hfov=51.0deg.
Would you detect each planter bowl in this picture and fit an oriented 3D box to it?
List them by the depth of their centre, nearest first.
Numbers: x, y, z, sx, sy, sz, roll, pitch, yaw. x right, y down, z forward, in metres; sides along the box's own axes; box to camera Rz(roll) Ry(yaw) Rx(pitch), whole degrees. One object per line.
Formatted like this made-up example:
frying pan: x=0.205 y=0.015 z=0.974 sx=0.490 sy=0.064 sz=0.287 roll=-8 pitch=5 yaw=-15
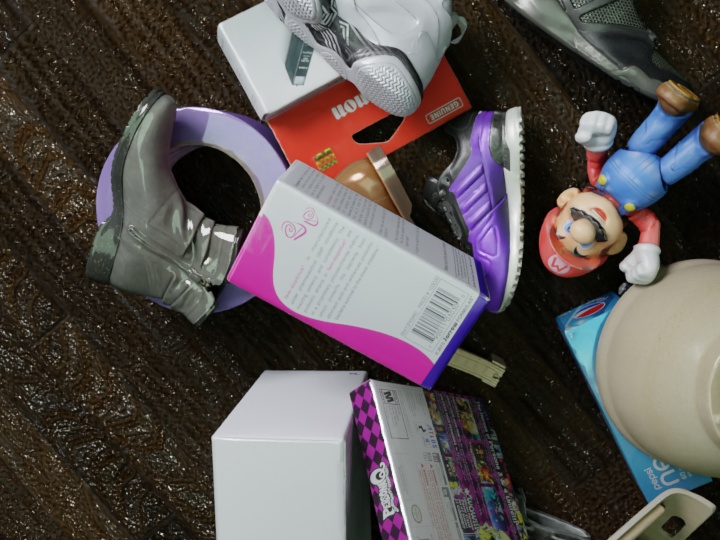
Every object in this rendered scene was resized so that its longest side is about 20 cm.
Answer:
planter bowl: x=0.326 y=0.092 z=0.657 sx=0.200 sy=0.135 sz=0.201 roll=0 pitch=93 yaw=-3

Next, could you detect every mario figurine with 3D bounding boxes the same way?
mario figurine: x=0.236 y=-0.067 z=0.683 sx=0.106 sy=0.124 sz=0.200 roll=15 pitch=127 yaw=-33

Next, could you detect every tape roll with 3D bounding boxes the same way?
tape roll: x=-0.155 y=-0.062 z=0.766 sx=0.199 sy=0.085 sz=0.201 roll=1 pitch=99 yaw=5

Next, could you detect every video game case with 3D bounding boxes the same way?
video game case: x=0.082 y=0.207 z=0.697 sx=0.036 sy=0.181 sz=0.200 roll=-35 pitch=56 yaw=33

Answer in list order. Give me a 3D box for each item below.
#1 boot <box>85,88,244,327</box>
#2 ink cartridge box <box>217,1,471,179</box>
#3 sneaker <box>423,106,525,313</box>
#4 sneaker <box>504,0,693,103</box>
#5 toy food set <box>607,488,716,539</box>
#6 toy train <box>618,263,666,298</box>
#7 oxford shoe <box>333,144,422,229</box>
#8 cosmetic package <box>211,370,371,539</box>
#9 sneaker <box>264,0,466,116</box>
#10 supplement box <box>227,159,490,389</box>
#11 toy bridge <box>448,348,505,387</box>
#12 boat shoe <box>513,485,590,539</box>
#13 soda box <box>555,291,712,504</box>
boot: x=-0.164 y=-0.055 z=0.700 sx=0.130 sy=0.068 sz=0.200 roll=20 pitch=108 yaw=-2
ink cartridge box: x=-0.007 y=-0.192 z=0.717 sx=0.200 sy=0.044 sz=0.174 roll=-30 pitch=94 yaw=-11
sneaker: x=0.112 y=-0.059 z=0.751 sx=0.099 sy=0.070 sz=0.201 roll=1 pitch=95 yaw=13
sneaker: x=0.244 y=-0.237 z=0.699 sx=0.199 sy=0.076 sz=0.114 roll=39 pitch=107 yaw=5
toy food set: x=0.240 y=0.299 z=0.717 sx=0.200 sy=0.144 sz=0.060 roll=-30 pitch=59 yaw=-22
toy train: x=0.354 y=0.048 z=0.752 sx=0.200 sy=0.042 sz=0.057 roll=25 pitch=90 yaw=1
oxford shoe: x=0.036 y=-0.021 z=0.748 sx=0.071 sy=0.071 sz=0.200 roll=-29 pitch=108 yaw=4
cosmetic package: x=-0.058 y=0.220 z=0.741 sx=0.123 sy=0.199 sz=0.201 roll=1 pitch=99 yaw=6
sneaker: x=0.001 y=-0.240 z=0.663 sx=0.200 sy=0.075 sz=0.115 roll=41 pitch=80 yaw=-13
supplement box: x=0.000 y=0.000 z=0.667 sx=0.200 sy=0.103 sz=0.101 roll=29 pitch=109 yaw=-6
toy bridge: x=0.057 y=0.061 z=0.771 sx=0.200 sy=0.067 sz=0.027 roll=30 pitch=101 yaw=0
boat shoe: x=0.150 y=0.257 z=0.798 sx=0.200 sy=0.072 sz=0.071 roll=29 pitch=93 yaw=-10
soda box: x=0.272 y=0.127 z=0.760 sx=0.068 sy=0.064 sz=0.200 roll=-27 pitch=96 yaw=10
